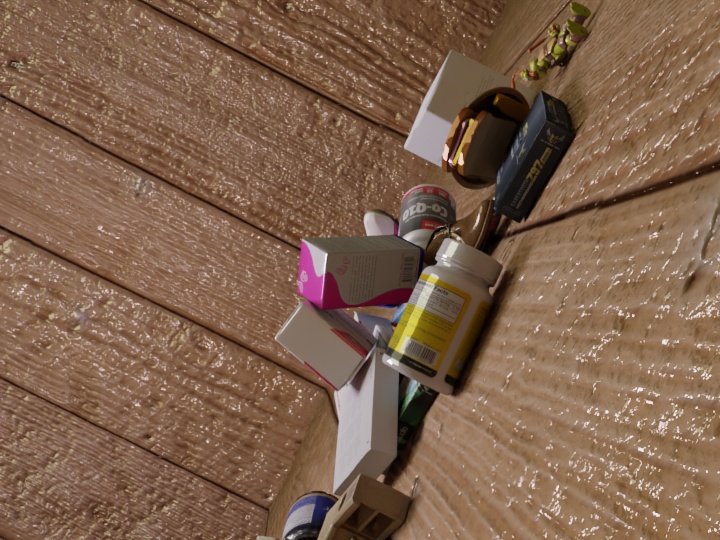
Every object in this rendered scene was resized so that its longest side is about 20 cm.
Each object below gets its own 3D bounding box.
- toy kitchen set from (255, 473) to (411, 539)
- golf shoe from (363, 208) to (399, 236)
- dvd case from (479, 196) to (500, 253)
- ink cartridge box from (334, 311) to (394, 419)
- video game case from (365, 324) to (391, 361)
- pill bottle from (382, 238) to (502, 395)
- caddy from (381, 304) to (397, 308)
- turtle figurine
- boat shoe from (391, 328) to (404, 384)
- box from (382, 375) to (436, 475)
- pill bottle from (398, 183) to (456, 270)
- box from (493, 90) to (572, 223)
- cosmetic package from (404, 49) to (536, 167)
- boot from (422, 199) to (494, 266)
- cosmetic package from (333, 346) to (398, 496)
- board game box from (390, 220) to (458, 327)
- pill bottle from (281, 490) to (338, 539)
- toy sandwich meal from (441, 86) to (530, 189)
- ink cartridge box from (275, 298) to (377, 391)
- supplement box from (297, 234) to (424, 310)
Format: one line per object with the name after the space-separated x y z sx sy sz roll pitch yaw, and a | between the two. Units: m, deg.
-0.059 0.393 1.148 0.201 0.162 0.181 -67 4 -38 | toy kitchen set
0.059 -0.032 1.694 0.072 0.201 0.093 -10 37 29 | golf shoe
0.199 -0.028 1.505 0.146 0.022 0.202 121 172 -64 | dvd case
0.008 0.210 1.781 0.145 0.082 0.203 -113 36 -75 | ink cartridge box
0.025 0.208 1.562 0.200 0.023 0.185 -135 60 -80 | video game case
0.121 0.065 1.203 0.202 0.113 0.114 -64 3 -3 | pill bottle
0.037 0.007 1.819 0.199 0.104 0.144 10 -96 -59 | caddy
0.350 -0.397 1.524 0.201 0.064 0.161 -56 5 -33 | turtle figurine
0.082 0.149 1.607 0.071 0.070 0.201 -77 12 -56 | boat shoe
0.079 0.222 1.395 0.145 0.036 0.202 -69 4 -60 | box
0.128 -0.062 1.619 0.201 0.113 0.114 -83 16 -46 | pill bottle
0.266 -0.182 1.312 0.159 0.051 0.200 -62 3 26 | box
0.222 -0.307 1.722 0.166 0.198 0.165 -65 4 -23 | cosmetic package
0.166 -0.058 1.433 0.201 0.075 0.074 -60 4 49 | boot
0.011 0.251 1.384 0.202 0.051 0.151 -86 18 -44 | cosmetic package
0.145 0.015 1.776 0.200 0.055 0.198 122 173 -67 | board game box
-0.079 0.465 1.416 0.113 0.111 0.200 -63 3 11 | pill bottle
0.229 -0.218 1.431 0.070 0.204 0.207 41 111 45 | toy sandwich meal
-0.055 0.122 1.496 0.083 0.146 0.200 -51 -3 7 | ink cartridge box
0.000 0.000 1.473 0.103 0.198 0.103 30 117 53 | supplement box
